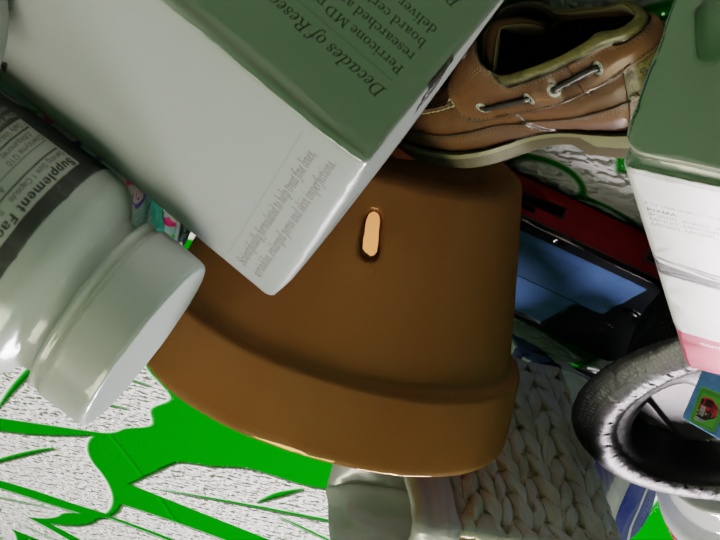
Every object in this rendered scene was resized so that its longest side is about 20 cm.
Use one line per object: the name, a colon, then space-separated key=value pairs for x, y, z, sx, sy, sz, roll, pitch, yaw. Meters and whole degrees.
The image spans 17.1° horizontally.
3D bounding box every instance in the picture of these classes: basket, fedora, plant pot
basket: x=0.060 y=0.141 z=1.340 sx=0.123 sy=0.200 sz=0.136 roll=7 pitch=120 yaw=-13
fedora: x=0.211 y=0.046 z=1.285 sx=0.200 sy=0.092 sz=0.201 roll=2 pitch=146 yaw=1
plant pot: x=0.000 y=0.000 z=1.239 sx=0.199 sy=0.140 sz=0.200 roll=16 pitch=-163 yaw=-5

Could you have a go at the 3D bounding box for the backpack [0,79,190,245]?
backpack: x=-0.145 y=-0.097 z=1.240 sx=0.177 sy=0.151 sz=0.200 roll=32 pitch=154 yaw=2

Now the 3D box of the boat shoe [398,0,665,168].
boat shoe: x=0.079 y=-0.097 z=1.141 sx=0.200 sy=0.072 sz=0.068 roll=-2 pitch=135 yaw=47

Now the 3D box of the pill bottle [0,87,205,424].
pill bottle: x=-0.179 y=-0.024 z=1.121 sx=0.200 sy=0.113 sz=0.113 roll=37 pitch=160 yaw=4

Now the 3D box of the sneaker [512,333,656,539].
sneaker: x=0.143 y=0.099 z=1.501 sx=0.115 sy=0.081 sz=0.199 roll=20 pitch=-166 yaw=-34

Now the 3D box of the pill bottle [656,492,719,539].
pill bottle: x=0.247 y=0.146 z=1.497 sx=0.114 sy=0.114 sz=0.200 roll=12 pitch=157 yaw=24

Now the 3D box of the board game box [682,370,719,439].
board game box: x=0.270 y=0.105 z=1.119 sx=0.151 sy=0.037 sz=0.200 roll=16 pitch=-170 yaw=-37

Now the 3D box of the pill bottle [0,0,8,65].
pill bottle: x=-0.257 y=-0.126 z=1.030 sx=0.200 sy=0.109 sz=0.109 roll=28 pitch=163 yaw=21

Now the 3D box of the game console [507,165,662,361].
game console: x=0.092 y=-0.006 z=1.392 sx=0.199 sy=0.031 sz=0.177 roll=25 pitch=159 yaw=-9

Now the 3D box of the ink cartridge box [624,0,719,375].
ink cartridge box: x=0.183 y=-0.053 z=1.022 sx=0.085 sy=0.146 sz=0.200 roll=13 pitch=158 yaw=23

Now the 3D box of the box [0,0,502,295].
box: x=-0.058 y=-0.121 z=1.050 sx=0.200 sy=0.131 sz=0.199 roll=40 pitch=159 yaw=0
